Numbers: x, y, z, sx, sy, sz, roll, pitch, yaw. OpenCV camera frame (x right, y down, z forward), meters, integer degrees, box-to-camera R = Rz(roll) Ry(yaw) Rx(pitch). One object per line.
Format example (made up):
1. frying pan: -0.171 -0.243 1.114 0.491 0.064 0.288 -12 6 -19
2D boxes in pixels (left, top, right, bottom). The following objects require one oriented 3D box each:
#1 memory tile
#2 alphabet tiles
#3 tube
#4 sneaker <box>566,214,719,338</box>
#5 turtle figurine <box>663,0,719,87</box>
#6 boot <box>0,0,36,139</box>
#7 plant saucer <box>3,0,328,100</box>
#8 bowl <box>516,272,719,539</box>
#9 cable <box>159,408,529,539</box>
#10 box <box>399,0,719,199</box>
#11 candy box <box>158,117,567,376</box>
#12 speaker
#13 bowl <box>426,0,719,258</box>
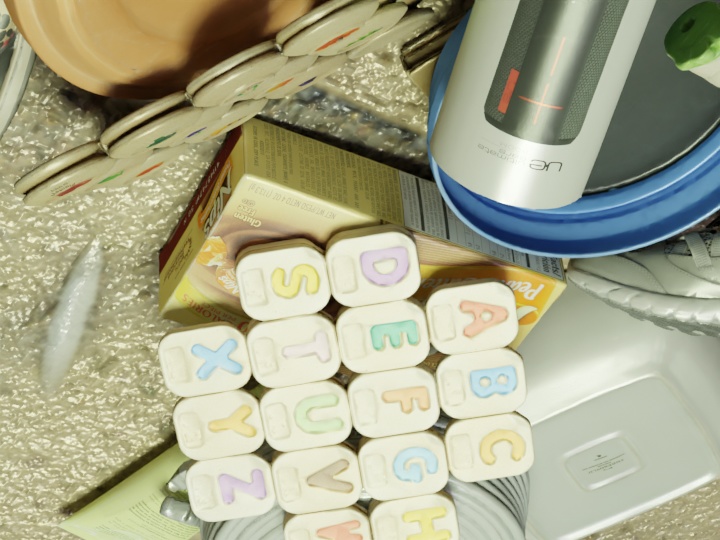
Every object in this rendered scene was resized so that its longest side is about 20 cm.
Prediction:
1. memory tile: -0.063 -0.085 0.974 0.200 0.017 0.153 -28 180 16
2. alphabet tiles: -0.006 0.074 1.083 0.195 0.015 0.201 -8 113 2
3. tube: -0.098 0.126 1.241 0.200 0.058 0.052 -38 176 28
4. sneaker: 0.216 -0.005 1.113 0.199 0.082 0.075 4 172 20
5. turtle figurine: 0.248 -0.061 0.950 0.144 0.200 0.194 -25 122 42
6. boot: -0.219 -0.136 0.911 0.150 0.073 0.200 10 128 -25
7. plant saucer: -0.068 -0.159 0.904 0.200 0.032 0.201 -25 144 -20
8. bowl: 0.142 0.094 1.245 0.200 0.075 0.200 -24 136 13
9. cable: 0.003 0.155 1.189 0.200 0.069 0.200 34 125 -31
10. box: 0.141 -0.097 1.080 0.163 0.021 0.200 -31 134 17
11. candy box: 0.000 0.000 1.108 0.200 0.055 0.116 18 130 -22
12. speaker: 0.095 -0.129 0.910 0.081 0.081 0.200 6 124 -20
13. bowl: 0.130 -0.091 1.038 0.200 0.039 0.201 -8 137 -8
